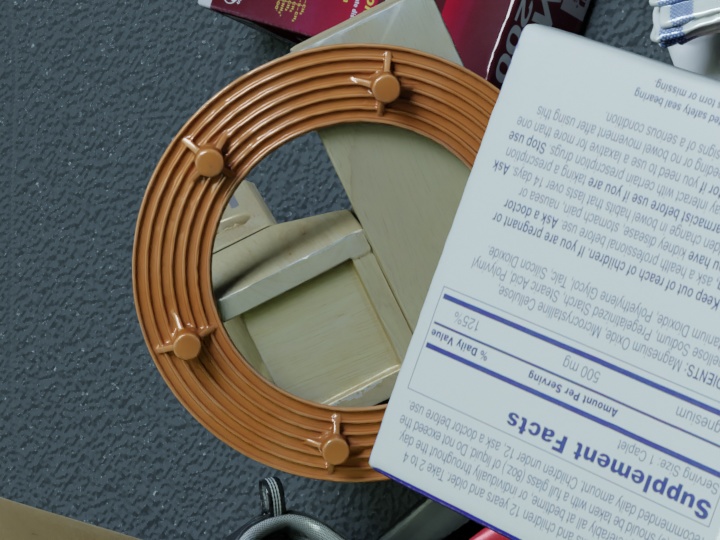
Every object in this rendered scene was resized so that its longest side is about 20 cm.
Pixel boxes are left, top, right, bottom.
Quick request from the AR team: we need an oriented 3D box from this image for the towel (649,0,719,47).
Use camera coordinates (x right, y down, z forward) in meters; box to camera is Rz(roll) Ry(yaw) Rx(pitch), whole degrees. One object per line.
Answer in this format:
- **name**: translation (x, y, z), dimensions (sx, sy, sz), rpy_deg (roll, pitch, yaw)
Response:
- **towel**: translation (0.223, -0.169, 1.239), dimensions (0.200, 0.024, 0.147), rpy_deg (-10, 50, 23)

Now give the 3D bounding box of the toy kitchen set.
- **toy kitchen set**: translation (0.008, -0.052, 1.338), dimensions (0.200, 0.163, 0.180), rpy_deg (-26, 17, -3)

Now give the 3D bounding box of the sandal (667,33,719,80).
- **sandal**: translation (0.185, -0.072, 1.270), dimensions (0.079, 0.059, 0.207), rpy_deg (-24, 41, 16)

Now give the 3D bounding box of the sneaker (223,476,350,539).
- **sneaker**: translation (-0.032, 0.194, 1.318), dimensions (0.114, 0.075, 0.200), rpy_deg (112, 146, -51)

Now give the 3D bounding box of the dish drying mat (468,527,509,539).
- **dish drying mat**: translation (0.016, 0.190, 1.274), dimensions (0.200, 0.077, 0.018), rpy_deg (-37, 13, -3)

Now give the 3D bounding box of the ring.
- **ring**: translation (0.000, 0.000, 1.248), dimensions (0.200, 0.200, 0.019), rpy_deg (-58, 11, 10)

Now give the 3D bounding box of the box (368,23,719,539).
- **box**: translation (0.128, 0.025, 1.142), dimensions (0.184, 0.105, 0.200), rpy_deg (24, 95, 44)

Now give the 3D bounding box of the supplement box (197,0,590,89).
- **supplement box**: translation (0.022, -0.154, 1.417), dimensions (0.200, 0.061, 0.109), rpy_deg (19, 89, 40)

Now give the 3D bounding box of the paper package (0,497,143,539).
- **paper package**: translation (-0.155, 0.213, 1.359), dimensions (0.103, 0.200, 0.191), rpy_deg (-37, 56, 24)

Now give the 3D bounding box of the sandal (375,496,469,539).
- **sandal**: translation (0.083, 0.089, 1.301), dimensions (0.048, 0.075, 0.200), rpy_deg (49, 122, 2)
